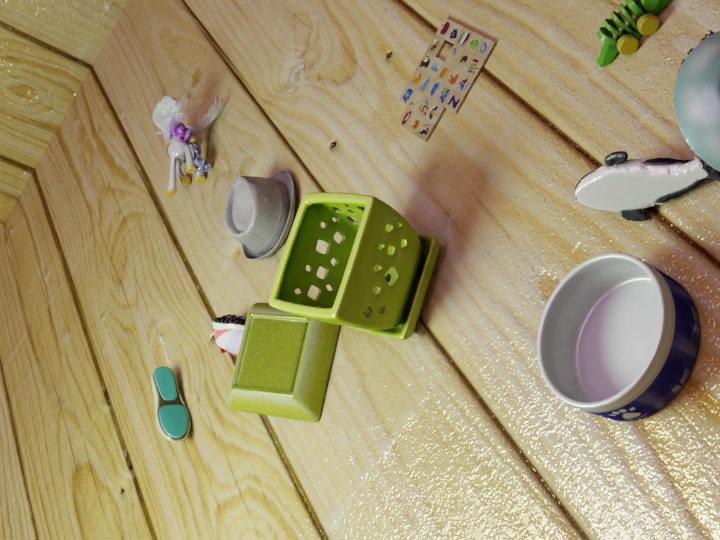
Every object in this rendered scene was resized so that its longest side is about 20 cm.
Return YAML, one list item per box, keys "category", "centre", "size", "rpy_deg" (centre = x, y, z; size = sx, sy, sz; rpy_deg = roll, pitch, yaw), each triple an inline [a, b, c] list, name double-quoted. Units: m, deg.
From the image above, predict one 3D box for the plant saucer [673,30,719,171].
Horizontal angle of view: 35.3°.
- category: "plant saucer"
  centre: [0.466, -0.202, 1.309]
  size: [0.199, 0.039, 0.203]
  rpy_deg: [-1, 75, 5]

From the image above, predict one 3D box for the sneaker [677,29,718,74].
- category: "sneaker"
  centre: [0.456, -0.228, 1.424]
  size: [0.071, 0.097, 0.201]
  rpy_deg: [-52, 13, 39]

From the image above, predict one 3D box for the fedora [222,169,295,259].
- category: "fedora"
  centre: [-0.209, -0.120, 2.213]
  size: [0.177, 0.090, 0.201]
  rpy_deg: [-37, 45, 35]

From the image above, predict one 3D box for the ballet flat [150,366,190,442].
- category: "ballet flat"
  centre: [-0.382, 0.280, 2.256]
  size: [0.070, 0.069, 0.201]
  rpy_deg: [-47, 38, 25]

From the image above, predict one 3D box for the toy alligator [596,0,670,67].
- category: "toy alligator"
  centre: [0.395, -0.371, 1.593]
  size: [0.200, 0.054, 0.060]
  rpy_deg: [-46, 41, 27]

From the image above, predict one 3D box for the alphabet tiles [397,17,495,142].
- category: "alphabet tiles"
  centre: [0.138, -0.325, 1.946]
  size: [0.201, 0.008, 0.167]
  rpy_deg: [-60, 36, 10]

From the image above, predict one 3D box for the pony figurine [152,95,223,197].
- category: "pony figurine"
  centre: [-0.396, -0.292, 2.526]
  size: [0.193, 0.165, 0.202]
  rpy_deg: [-40, 58, 43]

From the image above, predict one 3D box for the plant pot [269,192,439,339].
- category: "plant pot"
  centre: [0.000, 0.000, 1.798]
  size: [0.198, 0.181, 0.202]
  rpy_deg: [8, 78, 54]

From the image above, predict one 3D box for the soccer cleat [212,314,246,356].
- category: "soccer cleat"
  centre: [-0.203, 0.132, 2.106]
  size: [0.199, 0.068, 0.074]
  rpy_deg: [9, 108, 46]

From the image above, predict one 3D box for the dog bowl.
- category: "dog bowl"
  centre: [0.321, 0.084, 1.420]
  size: [0.199, 0.078, 0.202]
  rpy_deg: [-30, 50, 42]

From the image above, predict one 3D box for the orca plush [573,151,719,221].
- category: "orca plush"
  centre: [0.377, -0.135, 1.476]
  size: [0.199, 0.105, 0.071]
  rpy_deg: [-30, 18, 44]

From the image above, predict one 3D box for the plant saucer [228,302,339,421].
- category: "plant saucer"
  centre: [-0.143, 0.149, 1.964]
  size: [0.198, 0.048, 0.202]
  rpy_deg: [3, 72, 33]
